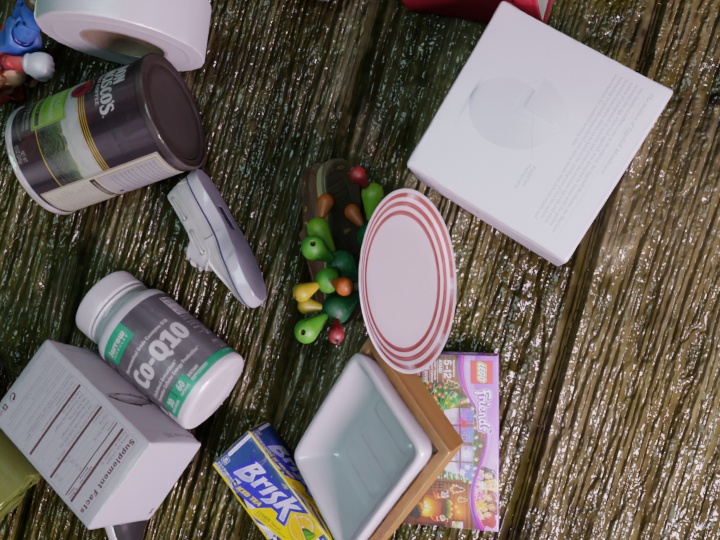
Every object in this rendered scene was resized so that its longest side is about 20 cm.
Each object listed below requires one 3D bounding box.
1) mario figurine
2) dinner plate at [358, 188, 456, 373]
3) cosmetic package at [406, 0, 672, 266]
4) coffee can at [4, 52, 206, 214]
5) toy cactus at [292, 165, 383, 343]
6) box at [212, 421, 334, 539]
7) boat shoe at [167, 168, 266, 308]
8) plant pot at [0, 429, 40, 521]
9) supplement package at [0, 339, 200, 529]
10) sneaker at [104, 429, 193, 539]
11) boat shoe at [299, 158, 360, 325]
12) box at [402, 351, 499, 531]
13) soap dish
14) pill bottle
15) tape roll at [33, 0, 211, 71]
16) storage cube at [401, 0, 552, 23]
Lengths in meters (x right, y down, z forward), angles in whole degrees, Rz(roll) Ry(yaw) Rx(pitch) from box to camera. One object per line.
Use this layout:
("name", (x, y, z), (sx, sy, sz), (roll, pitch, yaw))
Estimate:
("mario figurine", (-0.457, -0.302, 0.910), (0.106, 0.124, 0.199), (41, 122, -19))
("dinner plate", (0.051, 0.012, 0.735), (0.024, 0.199, 0.204), (-4, 87, 36))
("cosmetic package", (0.192, -0.143, 0.732), (0.199, 0.123, 0.201), (33, 96, 14))
("coffee can", (-0.320, -0.170, 0.847), (0.197, 0.146, 0.149), (-17, 85, 13))
("toy cactus", (0.000, 0.000, 0.759), (0.101, 0.164, 0.203), (0, 64, 42))
("box", (-0.090, 0.291, 0.821), (0.070, 0.064, 0.201), (-42, 80, 10))
("boat shoe", (-0.190, -0.032, 0.851), (0.069, 0.071, 0.202), (-32, 78, 10))
("plant pot", (-0.543, 0.258, 0.887), (0.190, 0.200, 0.200), (43, 98, -2))
("supplement package", (-0.316, 0.193, 0.797), (0.199, 0.117, 0.118), (35, 87, 21))
("sneaker", (-0.272, 0.273, 0.862), (0.098, 0.071, 0.204), (2, 85, 19))
("boat shoe", (-0.038, -0.034, 0.821), (0.067, 0.071, 0.204), (3, 98, 46))
("box", (0.097, 0.199, 0.790), (0.134, 0.039, 0.204), (-1, 89, 14))
("soap dish", (0.017, 0.201, 0.742), (0.158, 0.080, 0.201), (53, 125, 35))
("pill bottle", (-0.256, 0.097, 0.841), (0.199, 0.113, 0.114), (35, 97, 12))
("tape roll", (-0.288, -0.311, 0.814), (0.199, 0.202, 0.072), (9, 91, 14))
("storage cube", (0.129, -0.387, 0.721), (0.177, 0.200, 0.174), (16, 93, 20))
